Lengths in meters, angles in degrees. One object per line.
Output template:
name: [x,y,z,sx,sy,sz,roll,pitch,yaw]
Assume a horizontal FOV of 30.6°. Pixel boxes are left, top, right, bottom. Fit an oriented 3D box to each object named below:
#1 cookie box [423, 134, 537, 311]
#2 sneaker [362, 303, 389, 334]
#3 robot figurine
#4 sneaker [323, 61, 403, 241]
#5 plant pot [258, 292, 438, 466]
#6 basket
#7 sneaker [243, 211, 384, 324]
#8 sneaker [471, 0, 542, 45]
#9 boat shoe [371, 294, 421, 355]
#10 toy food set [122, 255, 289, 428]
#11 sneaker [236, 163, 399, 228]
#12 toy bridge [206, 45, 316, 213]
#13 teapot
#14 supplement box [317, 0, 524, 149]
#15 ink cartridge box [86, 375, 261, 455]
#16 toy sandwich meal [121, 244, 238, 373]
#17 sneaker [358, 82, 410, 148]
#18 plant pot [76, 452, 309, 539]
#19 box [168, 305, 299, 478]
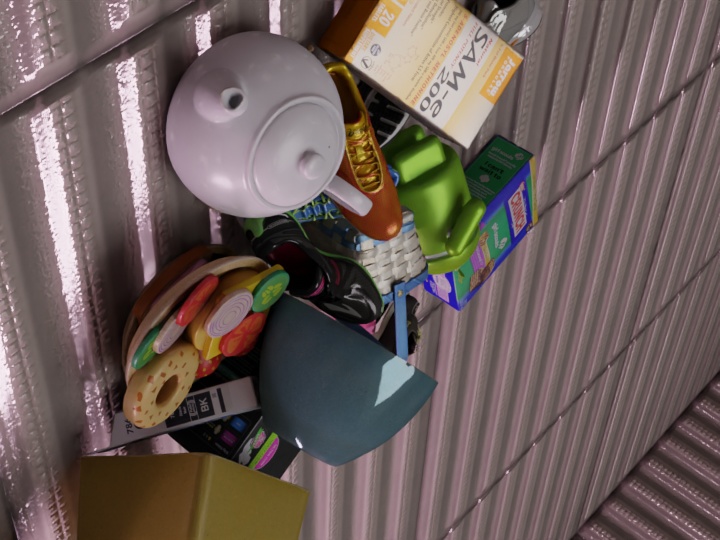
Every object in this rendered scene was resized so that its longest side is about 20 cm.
cookie box: [0.172,-0.069,1.923,0.200,0.075,0.172,-48,152,-19]
sneaker: [0.017,0.011,1.753,0.095,0.079,0.201,-46,164,-35]
robot figurine: [0.085,-0.081,1.673,0.115,0.175,0.202,-31,124,-15]
sneaker: [-0.010,-0.124,1.408,0.072,0.202,0.077,-25,-177,-10]
plant pot: [-0.033,0.131,1.427,0.136,0.199,0.200,-60,154,-5]
basket: [0.000,0.000,1.591,0.138,0.176,0.202,-22,132,-33]
sneaker: [-0.053,0.010,1.446,0.077,0.084,0.199,-39,124,23]
sneaker: [0.151,-0.291,1.654,0.201,0.075,0.092,-58,148,-16]
boat shoe: [0.047,0.096,1.763,0.202,0.060,0.072,-55,168,-55]
toy food set: [-0.163,0.065,1.356,0.199,0.049,0.199,-27,151,-40]
sneaker: [-0.040,-0.090,1.468,0.199,0.105,0.077,-28,124,-31]
toy bridge: [-0.101,-0.152,1.410,0.201,0.027,0.067,-60,156,6]
teapot: [-0.083,-0.128,1.296,0.199,0.146,0.200,-23,131,-35]
supplement box: [0.068,-0.241,1.449,0.199,0.073,0.127,30,93,-33]
ink cartridge box: [-0.204,0.160,1.468,0.197,0.040,0.099,-17,174,2]
toy sandwich meal: [-0.182,0.057,1.455,0.205,0.070,0.207,-41,150,-30]
sneaker: [0.057,-0.228,1.546,0.202,0.073,0.080,-62,156,12]
plant pot: [-0.194,0.323,1.456,0.194,0.193,0.203,31,58,-50]
box: [-0.126,0.152,1.600,0.201,0.124,0.149,-55,154,-6]
